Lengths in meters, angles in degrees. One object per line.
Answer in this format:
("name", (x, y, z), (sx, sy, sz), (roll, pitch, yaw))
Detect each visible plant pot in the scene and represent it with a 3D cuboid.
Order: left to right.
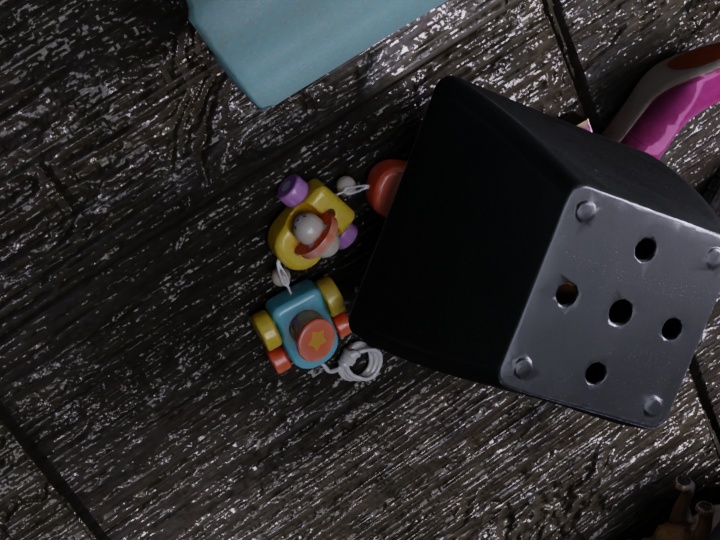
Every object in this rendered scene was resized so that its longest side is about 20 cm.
("plant pot", (-0.025, -0.214, 0.791), (0.195, 0.201, 0.201), (-35, 122, 3))
("plant pot", (0.137, 0.004, 0.891), (0.198, 0.177, 0.201), (17, 100, -24))

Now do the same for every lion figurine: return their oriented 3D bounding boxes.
("lion figurine", (0.333, 0.241, 1.216), (0.198, 0.073, 0.124), (-13, 124, -23))

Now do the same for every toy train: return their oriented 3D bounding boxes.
("toy train", (0.000, 0.000, 0.967), (0.149, 0.056, 0.202), (9, 108, -27))

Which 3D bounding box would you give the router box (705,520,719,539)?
("router box", (0.389, 0.237, 1.174), (0.150, 0.062, 0.199), (-55, 145, 8))

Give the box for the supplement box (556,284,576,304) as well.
("supplement box", (0.184, 0.037, 1.061), (0.198, 0.069, 0.067), (8, 108, -25))

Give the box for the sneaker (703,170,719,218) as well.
("sneaker", (0.376, -0.074, 1.095), (0.199, 0.075, 0.087), (-34, 126, -6))

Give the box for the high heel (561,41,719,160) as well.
("high heel", (0.241, -0.106, 1.020), (0.199, 0.068, 0.097), (-25, 111, 5))
